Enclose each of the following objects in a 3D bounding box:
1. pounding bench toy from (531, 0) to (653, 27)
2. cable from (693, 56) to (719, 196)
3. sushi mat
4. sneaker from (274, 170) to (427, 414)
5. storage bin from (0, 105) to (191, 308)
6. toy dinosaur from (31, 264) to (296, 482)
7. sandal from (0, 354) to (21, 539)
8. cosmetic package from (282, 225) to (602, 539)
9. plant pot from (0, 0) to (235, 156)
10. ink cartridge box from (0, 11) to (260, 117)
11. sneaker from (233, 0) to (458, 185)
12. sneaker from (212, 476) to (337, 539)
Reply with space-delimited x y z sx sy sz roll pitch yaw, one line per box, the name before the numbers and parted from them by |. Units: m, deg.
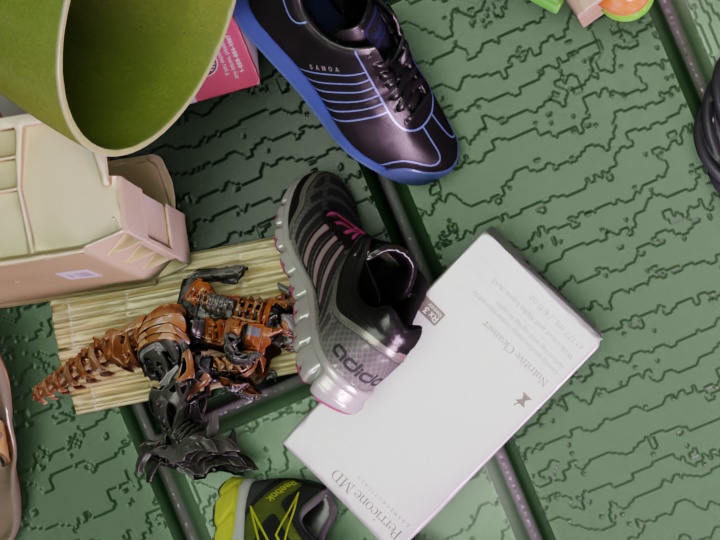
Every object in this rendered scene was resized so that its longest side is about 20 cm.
pounding bench toy | 0.130 -0.225 1.649 0.199 0.124 0.156 -35 88 7
cable | 0.324 -0.097 1.672 0.199 0.051 0.164 -25 84 10
sushi mat | -0.114 0.035 1.745 0.199 0.012 0.096 -11 92 8
sneaker | 0.000 0.000 1.653 0.087 0.201 0.074 -36 127 24
storage bin | -0.230 -0.035 1.658 0.197 0.200 0.094 -9 82 8
toy dinosaur | -0.116 0.069 1.710 0.199 0.102 0.137 -16 75 26
sandal | -0.273 0.116 1.714 0.080 0.054 0.201 -7 116 4
cosmetic package | 0.056 0.079 1.691 0.113 0.081 0.200 42 96 3
plant pot | -0.204 -0.189 1.528 0.199 0.187 0.188 21 95 24
ink cartridge box | -0.182 -0.171 1.679 0.199 0.083 0.147 -16 133 7
sneaker | 0.005 -0.132 1.654 0.200 0.078 0.070 41 58 -25
sneaker | -0.053 0.217 1.671 0.084 0.075 0.201 -12 55 12
